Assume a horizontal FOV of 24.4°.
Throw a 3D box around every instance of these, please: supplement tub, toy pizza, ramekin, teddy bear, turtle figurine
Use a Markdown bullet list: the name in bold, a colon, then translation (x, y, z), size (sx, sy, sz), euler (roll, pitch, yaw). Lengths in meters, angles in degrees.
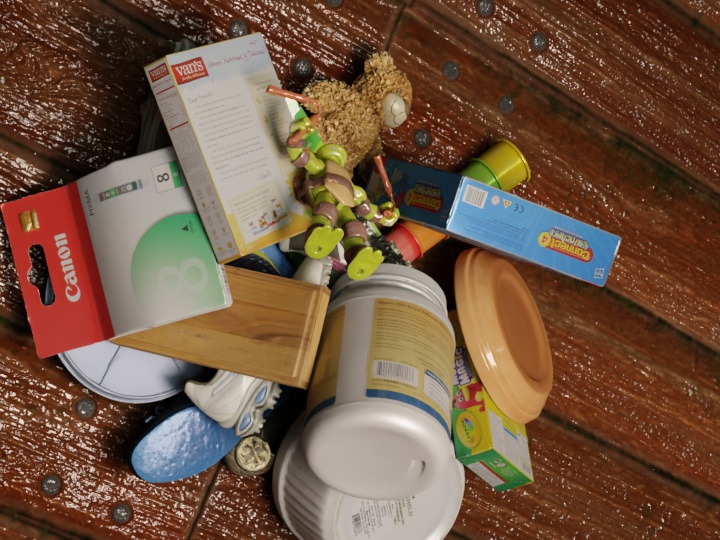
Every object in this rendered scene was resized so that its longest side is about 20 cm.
- **supplement tub**: translation (0.021, 0.108, 1.637), size (0.144, 0.144, 0.201), euler (33, 42, -27)
- **toy pizza**: translation (-0.224, 0.032, 1.675), size (0.199, 0.032, 0.202), euler (0, 90, -28)
- **ramekin**: translation (0.017, 0.226, 1.758), size (0.199, 0.105, 0.201), euler (-13, 118, -26)
- **teddy bear**: translation (-0.018, -0.141, 1.754), size (0.199, 0.067, 0.146), euler (-23, 108, -24)
- **turtle figurine**: translation (-0.032, -0.076, 1.591), size (0.064, 0.162, 0.200), euler (-29, 131, 22)

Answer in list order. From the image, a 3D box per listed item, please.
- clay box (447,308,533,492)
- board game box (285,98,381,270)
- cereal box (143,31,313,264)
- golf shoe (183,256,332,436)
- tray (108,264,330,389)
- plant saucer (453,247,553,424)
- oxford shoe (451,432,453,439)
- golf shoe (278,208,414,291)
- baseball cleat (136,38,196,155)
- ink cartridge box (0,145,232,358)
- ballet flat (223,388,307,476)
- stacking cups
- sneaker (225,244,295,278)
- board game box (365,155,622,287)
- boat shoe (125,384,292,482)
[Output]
- **clay box**: translation (0.134, 0.127, 1.812), size (0.115, 0.047, 0.201), euler (42, 34, -51)
- **board game box**: translation (-0.061, -0.079, 1.713), size (0.095, 0.030, 0.200), euler (-38, 122, -8)
- **cereal box**: translation (-0.116, -0.120, 1.594), size (0.144, 0.039, 0.201), euler (-23, 93, -51)
- **golf shoe**: translation (-0.101, 0.060, 1.646), size (0.097, 0.078, 0.201), euler (30, 86, -7)
- **tray**: translation (-0.137, 0.045, 1.614), size (0.199, 0.037, 0.099), euler (12, 83, 13)
- **plant saucer**: translation (0.162, 0.067, 1.818), size (0.200, 0.037, 0.201), euler (48, 31, -42)
- **oxford shoe**: translation (0.063, 0.114, 1.836), size (0.074, 0.071, 0.201), euler (-23, 109, 3)
- **golf shoe**: translation (0.000, 0.000, 1.726), size (0.088, 0.077, 0.200), euler (-36, 116, 12)
- **baseball cleat**: translation (-0.176, -0.126, 1.664), size (0.106, 0.070, 0.201), euler (19, 83, -29)
- **ink cartridge box**: translation (-0.236, -0.018, 1.585), size (0.199, 0.050, 0.162), euler (-15, 85, 0)
- **ballet flat**: translation (-0.058, 0.155, 1.772), size (0.199, 0.046, 0.068), euler (-30, 107, -23)
- **stacking cups**: translation (0.094, -0.068, 1.836), size (0.200, 0.060, 0.061), euler (-36, 111, -15)
- **sneaker**: translation (-0.083, 0.022, 1.737), size (0.066, 0.079, 0.200), euler (-22, 129, 15)
- **board game box**: translation (0.131, -0.052, 1.712), size (0.199, 0.196, 0.056), euler (19, 91, -26)
- **boat shoe**: translation (-0.156, 0.155, 1.708), size (0.199, 0.068, 0.085), euler (-27, 109, -28)
